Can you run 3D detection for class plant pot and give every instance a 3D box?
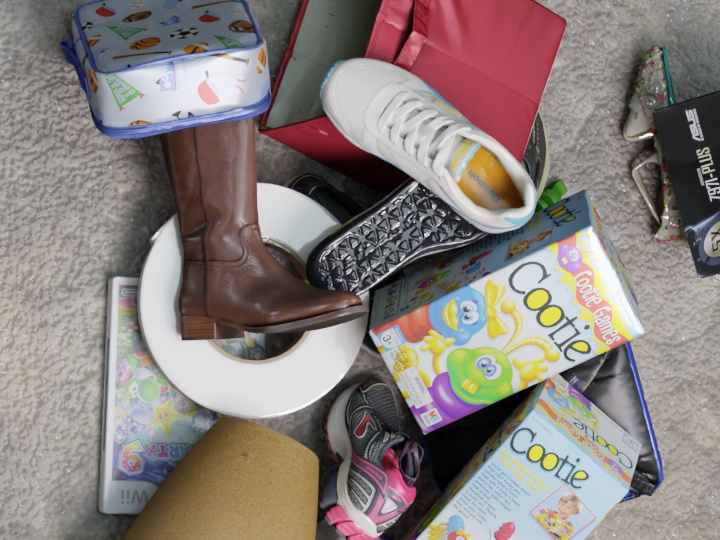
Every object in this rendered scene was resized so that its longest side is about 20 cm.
[{"bbox_3d":[-0.111,0.231,1.548,0.186,0.186,0.201,29,71,-19],"label":"plant pot"}]

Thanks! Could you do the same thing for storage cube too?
[{"bbox_3d":[0.045,-0.169,1.647,0.179,0.200,0.172,25,75,-26],"label":"storage cube"}]

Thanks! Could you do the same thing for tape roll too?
[{"bbox_3d":[-0.092,0.026,1.609,0.201,0.037,0.204,0,87,-10],"label":"tape roll"}]

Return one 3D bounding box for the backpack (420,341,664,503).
[{"bbox_3d":[0.159,0.141,1.688,0.199,0.168,0.164,-16,91,9],"label":"backpack"}]

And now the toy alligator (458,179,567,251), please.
[{"bbox_3d":[0.128,-0.028,1.745,0.200,0.054,0.060,-36,99,-23],"label":"toy alligator"}]

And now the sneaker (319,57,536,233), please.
[{"bbox_3d":[0.058,-0.105,1.496,0.199,0.081,0.077,34,85,-6],"label":"sneaker"}]

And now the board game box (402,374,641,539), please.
[{"bbox_3d":[0.128,0.199,1.569,0.105,0.103,0.200,40,112,1],"label":"board game box"}]

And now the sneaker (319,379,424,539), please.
[{"bbox_3d":[0.019,0.159,1.621,0.075,0.200,0.081,-38,113,20],"label":"sneaker"}]

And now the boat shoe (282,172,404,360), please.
[{"bbox_3d":[0.002,-0.002,1.679,0.074,0.066,0.200,-32,98,-21],"label":"boat shoe"}]

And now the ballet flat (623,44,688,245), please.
[{"bbox_3d":[0.290,-0.117,1.823,0.063,0.076,0.201,-14,85,9],"label":"ballet flat"}]

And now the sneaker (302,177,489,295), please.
[{"bbox_3d":[0.036,-0.038,1.577,0.199,0.083,0.072,-25,93,-4],"label":"sneaker"}]

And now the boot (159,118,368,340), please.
[{"bbox_3d":[-0.083,-0.048,1.527,0.064,0.185,0.202,2,83,-61],"label":"boot"}]

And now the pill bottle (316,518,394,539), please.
[{"bbox_3d":[0.034,0.303,1.642,0.199,0.112,0.113,32,73,-19],"label":"pill bottle"}]

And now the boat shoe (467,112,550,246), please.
[{"bbox_3d":[0.133,-0.089,1.716,0.071,0.066,0.202,6,60,10],"label":"boat shoe"}]

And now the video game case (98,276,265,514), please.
[{"bbox_3d":[-0.152,0.110,1.627,0.142,0.018,0.202,4,84,-24],"label":"video game case"}]

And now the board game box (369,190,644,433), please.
[{"bbox_3d":[0.120,0.034,1.555,0.199,0.105,0.103,-26,105,12],"label":"board game box"}]

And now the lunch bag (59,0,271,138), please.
[{"bbox_3d":[-0.163,-0.175,1.552,0.159,0.200,0.076,-13,117,-9],"label":"lunch bag"}]

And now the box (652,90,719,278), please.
[{"bbox_3d":[0.373,-0.095,1.796,0.200,0.086,0.165,-20,94,-57],"label":"box"}]
